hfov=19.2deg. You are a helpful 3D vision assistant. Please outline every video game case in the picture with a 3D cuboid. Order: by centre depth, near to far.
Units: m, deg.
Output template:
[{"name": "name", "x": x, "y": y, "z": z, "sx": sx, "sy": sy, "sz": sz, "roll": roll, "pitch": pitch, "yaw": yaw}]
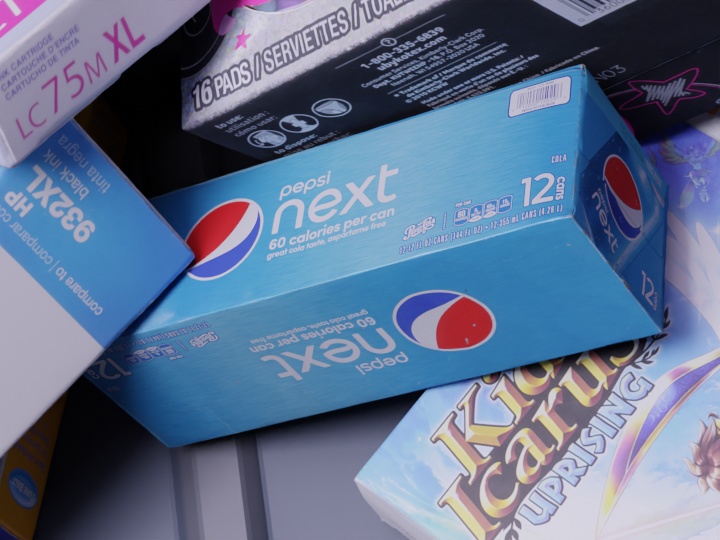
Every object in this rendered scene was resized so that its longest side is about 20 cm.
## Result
[{"name": "video game case", "x": 0.128, "y": 0.049, "z": 0.708, "sx": 0.181, "sy": 0.045, "sz": 0.200, "roll": 34, "pitch": 79, "yaw": 29}]

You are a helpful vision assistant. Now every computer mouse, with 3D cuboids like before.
[{"name": "computer mouse", "x": -0.153, "y": -0.093, "z": 0.860, "sx": 0.199, "sy": 0.059, "sz": 0.034, "roll": 11, "pitch": 85, "yaw": 23}]

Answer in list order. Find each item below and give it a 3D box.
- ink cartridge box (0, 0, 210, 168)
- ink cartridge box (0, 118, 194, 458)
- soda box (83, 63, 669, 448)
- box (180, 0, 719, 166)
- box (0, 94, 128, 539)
[{"name": "ink cartridge box", "x": -0.146, "y": -0.099, "z": 0.721, "sx": 0.200, "sy": 0.042, "sz": 0.119, "roll": 14, "pitch": 47, "yaw": 41}, {"name": "ink cartridge box", "x": -0.178, "y": 0.017, "z": 0.729, "sx": 0.200, "sy": 0.084, "sz": 0.145, "roll": -46, "pitch": 41, "yaw": -8}, {"name": "soda box", "x": 0.000, "y": 0.000, "z": 0.722, "sx": 0.200, "sy": 0.068, "sz": 0.064, "roll": -15, "pitch": 48, "yaw": 29}, {"name": "box", "x": 0.049, "y": -0.112, "z": 0.714, "sx": 0.200, "sy": 0.132, "sz": 0.115, "roll": -23, "pitch": 60, "yaw": 38}, {"name": "box", "x": -0.168, "y": 0.024, "z": 0.815, "sx": 0.119, "sy": 0.042, "sz": 0.201, "roll": 2, "pitch": 63, "yaw": 18}]
